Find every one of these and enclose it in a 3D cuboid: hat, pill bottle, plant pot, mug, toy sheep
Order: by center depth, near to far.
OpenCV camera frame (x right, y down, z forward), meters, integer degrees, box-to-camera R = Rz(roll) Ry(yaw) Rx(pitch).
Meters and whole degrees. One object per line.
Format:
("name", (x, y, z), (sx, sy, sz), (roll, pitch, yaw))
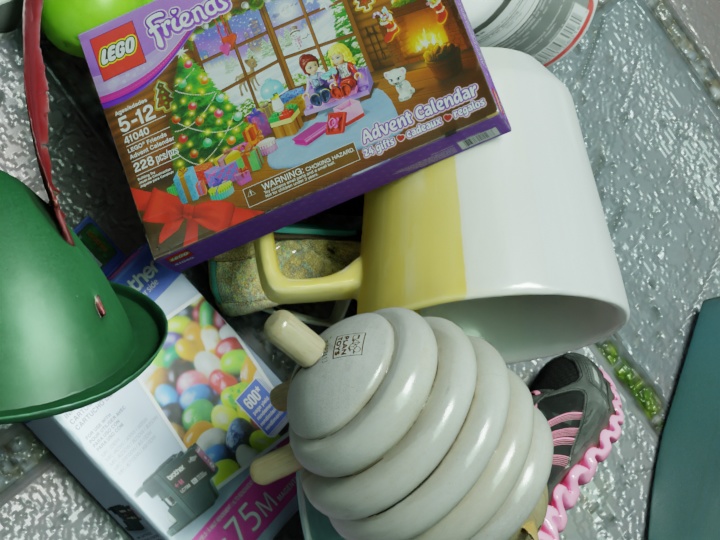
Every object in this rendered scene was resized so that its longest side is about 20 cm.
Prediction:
("hat", (-0.191, -0.042, 1.082), (0.166, 0.200, 0.176), (-13, 114, -20))
("toy sheep", (0.022, 0.085, 1.112), (0.200, 0.138, 0.138), (35, 61, -29))
("mug", (0.052, -0.040, 1.185), (0.186, 0.149, 0.153), (8, 70, -36))
("pill bottle", (0.057, -0.183, 1.267), (0.200, 0.114, 0.114), (10, 67, -64))
("plant pot", (0.270, 0.130, 1.335), (0.141, 0.141, 0.200), (31, 70, -18))

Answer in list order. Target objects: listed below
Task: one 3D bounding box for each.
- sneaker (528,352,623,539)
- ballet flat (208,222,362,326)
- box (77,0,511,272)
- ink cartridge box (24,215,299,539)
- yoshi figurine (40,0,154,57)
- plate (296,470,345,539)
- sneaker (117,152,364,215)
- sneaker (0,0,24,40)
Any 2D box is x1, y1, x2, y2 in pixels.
("sneaker", (0.085, 0.104, 1.256), (0.095, 0.079, 0.200), (45, 43, -12))
("ballet flat", (0.000, 0.000, 1.271), (0.200, 0.071, 0.071), (-2, 77, -30))
("box", (-0.037, -0.100, 1.147), (0.200, 0.039, 0.137), (-23, 74, 9))
("ink cartridge box", (-0.114, 0.073, 1.197), (0.200, 0.042, 0.119), (47, 59, -7))
("yoshi figurine", (-0.154, -0.202, 1.221), (0.112, 0.112, 0.200), (-16, 86, -15))
("plate", (0.019, 0.146, 1.223), (0.200, 0.026, 0.200), (32, 49, -45))
("sneaker", (-0.047, -0.105, 1.256), (0.200, 0.084, 0.121), (9, 76, -34))
("sneaker", (-0.247, -0.088, 1.160), (0.200, 0.076, 0.088), (-39, 108, -25))
